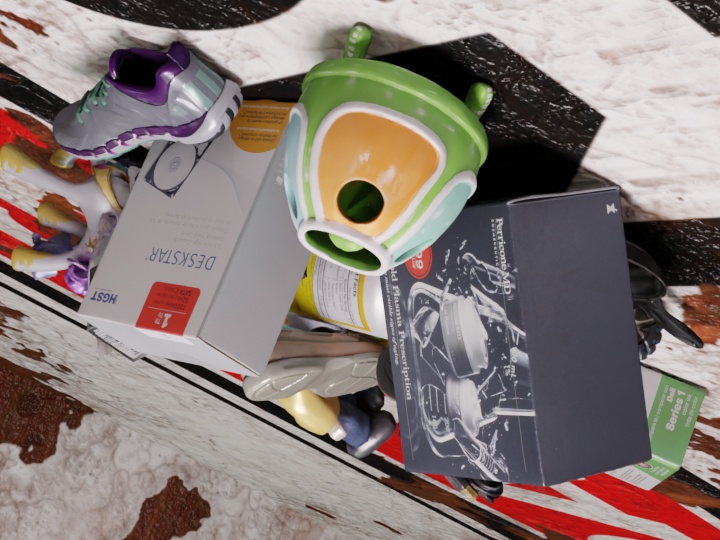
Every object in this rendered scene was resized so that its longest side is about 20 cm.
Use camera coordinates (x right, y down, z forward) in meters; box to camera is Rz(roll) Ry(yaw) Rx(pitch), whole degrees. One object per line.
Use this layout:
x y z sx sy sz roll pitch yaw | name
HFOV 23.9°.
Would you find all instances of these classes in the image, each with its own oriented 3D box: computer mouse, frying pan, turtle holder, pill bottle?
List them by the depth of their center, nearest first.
0.002 -0.070 1.165 0.140 0.133 0.185 28 164 -25 | turtle holder
0.218 0.009 1.330 0.189 0.031 0.115 23 165 -14 | frying pan
0.000 0.000 1.470 0.199 0.105 0.104 13 163 30 | pill bottle
0.111 0.157 1.566 0.110 0.044 0.200 41 -164 15 | computer mouse

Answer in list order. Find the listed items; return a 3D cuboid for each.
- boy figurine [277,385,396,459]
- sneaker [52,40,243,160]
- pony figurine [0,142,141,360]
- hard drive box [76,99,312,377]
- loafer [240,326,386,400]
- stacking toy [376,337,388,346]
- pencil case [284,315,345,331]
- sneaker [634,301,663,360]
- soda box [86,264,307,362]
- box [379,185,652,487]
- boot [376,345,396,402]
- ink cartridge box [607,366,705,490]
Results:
-0.050 0.098 1.574 0.200 0.064 0.125 43 -163 -43 | boy figurine
-0.184 -0.143 1.330 0.199 0.075 0.088 -6 141 39 | sneaker
-0.237 -0.031 1.588 0.198 0.195 0.166 8 -161 30 | pony figurine
-0.114 -0.030 1.339 0.155 0.201 0.077 7 159 43 | hard drive box
-0.036 0.071 1.475 0.072 0.063 0.199 -35 160 29 | loafer
0.034 0.076 1.615 0.085 0.086 0.200 29 -178 -26 | stacking toy
-0.065 0.009 1.637 0.199 0.091 0.083 8 138 41 | pencil case
0.148 0.026 1.412 0.199 0.078 0.085 26 169 -13 | sneaker
-0.140 0.002 1.444 0.199 0.071 0.063 -25 139 27 | soda box
0.108 0.047 1.254 0.103 0.202 0.182 -9 -178 -32 | box
0.120 0.118 1.501 0.201 0.074 0.154 3 159 9 | boot
0.216 0.131 1.653 0.198 0.085 0.145 22 165 4 | ink cartridge box
